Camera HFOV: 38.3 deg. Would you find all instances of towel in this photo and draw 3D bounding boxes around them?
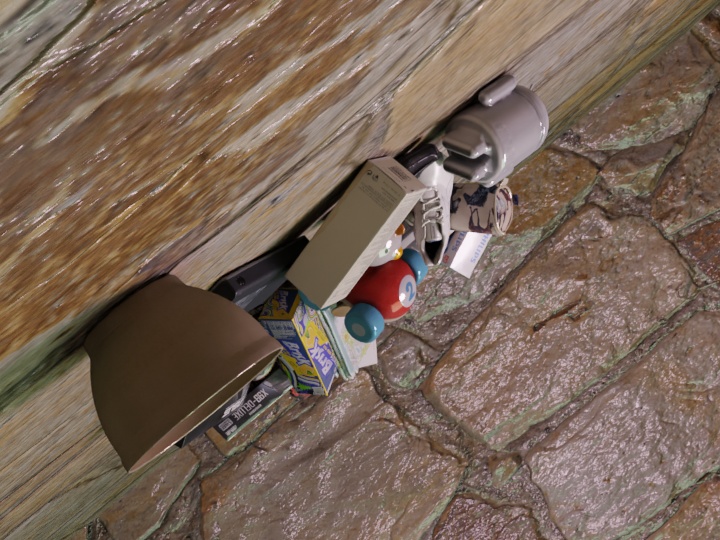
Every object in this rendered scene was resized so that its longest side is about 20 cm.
[{"bbox_3d":[-0.028,0.069,1.824,0.048,0.201,0.172,0,-139,27],"label":"towel"}]

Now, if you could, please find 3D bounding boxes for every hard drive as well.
[{"bbox_3d":[-0.158,0.028,1.416,0.140,0.033,0.200,-43,174,33],"label":"hard drive"}]

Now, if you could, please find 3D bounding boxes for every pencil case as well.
[{"bbox_3d":[0.153,-0.110,1.682,0.199,0.090,0.078,7,175,36],"label":"pencil case"}]

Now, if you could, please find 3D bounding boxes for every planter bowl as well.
[{"bbox_3d":[-0.197,0.091,1.064,0.200,0.135,0.200,-39,176,-3],"label":"planter bowl"}]

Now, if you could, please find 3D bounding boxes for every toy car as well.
[{"bbox_3d":[0.025,-0.028,1.619,0.184,0.176,0.200,-49,170,-39],"label":"toy car"}]

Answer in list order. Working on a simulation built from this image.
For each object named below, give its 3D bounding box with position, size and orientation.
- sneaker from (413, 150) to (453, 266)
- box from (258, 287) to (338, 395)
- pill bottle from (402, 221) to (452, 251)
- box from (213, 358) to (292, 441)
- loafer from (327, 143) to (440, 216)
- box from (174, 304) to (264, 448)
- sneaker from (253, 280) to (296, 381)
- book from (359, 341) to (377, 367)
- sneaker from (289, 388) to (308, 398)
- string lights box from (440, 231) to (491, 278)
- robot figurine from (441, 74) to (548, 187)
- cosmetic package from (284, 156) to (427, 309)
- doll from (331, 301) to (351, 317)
[{"bbox_3d":[0.112,-0.095,1.585,0.074,0.201,0.087,-7,-142,4],"label":"sneaker"},{"bbox_3d":[-0.099,0.120,1.716,0.201,0.064,0.070,70,31,-43],"label":"box"},{"bbox_3d":[0.071,-0.061,1.887,0.200,0.117,0.116,-41,175,26],"label":"pill bottle"},{"bbox_3d":[-0.215,0.196,1.880,0.157,0.050,0.200,-40,-152,0],"label":"box"},{"bbox_3d":[0.040,-0.104,1.493,0.200,0.071,0.068,-40,176,-1],"label":"loafer"},{"bbox_3d":[-0.223,0.162,1.653,0.200,0.047,0.194,-29,141,-65],"label":"box"},{"bbox_3d":[-0.163,0.092,1.770,0.201,0.092,0.076,-58,-142,4],"label":"sneaker"},{"bbox_3d":[-0.051,0.118,1.892,0.048,0.135,0.199,3,-173,40],"label":"book"},{"bbox_3d":[-0.100,0.164,1.952,0.071,0.097,0.202,-82,170,-54],"label":"sneaker"},{"bbox_3d":[0.153,-0.069,1.942,0.200,0.059,0.103,30,-88,55],"label":"string lights box"},{"bbox_3d":[0.206,-0.207,1.556,0.200,0.113,0.170,-37,141,-33],"label":"robot figurine"},{"bbox_3d":[-0.005,-0.052,1.398,0.200,0.073,0.103,-52,171,18],"label":"cosmetic package"},{"bbox_3d":[0.000,0.000,1.772,0.048,0.136,0.201,-19,-133,36],"label":"doll"}]
